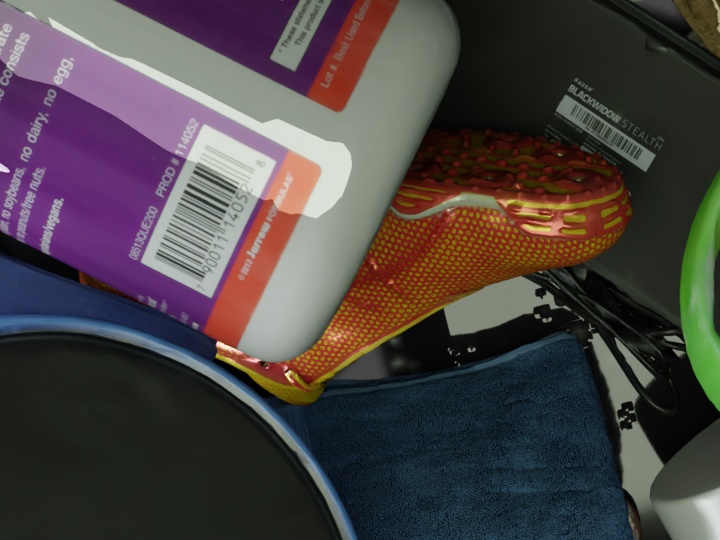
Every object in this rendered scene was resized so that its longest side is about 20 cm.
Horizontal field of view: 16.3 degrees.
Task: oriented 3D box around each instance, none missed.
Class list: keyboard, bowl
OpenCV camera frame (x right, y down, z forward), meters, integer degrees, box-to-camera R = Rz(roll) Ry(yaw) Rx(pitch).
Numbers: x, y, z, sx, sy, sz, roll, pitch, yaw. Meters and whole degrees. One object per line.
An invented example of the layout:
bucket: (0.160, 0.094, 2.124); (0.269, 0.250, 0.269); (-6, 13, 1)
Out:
keyboard: (0.077, -0.034, 0.808); (0.200, 0.040, 0.104); (36, 110, 16)
bowl: (-0.087, 0.107, 0.710); (0.199, 0.039, 0.202); (5, 74, -16)

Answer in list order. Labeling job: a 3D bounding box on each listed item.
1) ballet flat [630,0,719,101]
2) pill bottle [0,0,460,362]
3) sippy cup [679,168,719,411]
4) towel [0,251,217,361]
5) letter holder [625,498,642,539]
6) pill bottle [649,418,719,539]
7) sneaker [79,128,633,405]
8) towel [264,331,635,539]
ballet flat: (0.101, -0.096, 0.797); (0.072, 0.068, 0.200); (-38, 96, 30)
pill bottle: (-0.080, -0.064, 0.689); (0.199, 0.112, 0.113); (27, 101, -1)
sippy cup: (0.189, 0.013, 0.701); (0.177, 0.139, 0.131); (32, 71, -32)
towel: (-0.146, 0.079, 0.777); (0.144, 0.024, 0.201); (18, 64, 31)
letter holder: (-0.004, 0.146, 0.826); (0.199, 0.101, 0.143); (-2, 99, 4)
pill bottle: (0.177, 0.135, 0.806); (0.111, 0.111, 0.201); (-30, 97, 8)
sneaker: (0.000, 0.000, 0.796); (0.199, 0.073, 0.078); (-8, 101, 35)
towel: (-0.012, 0.082, 0.804); (0.199, 0.112, 0.049); (-8, 131, -1)
